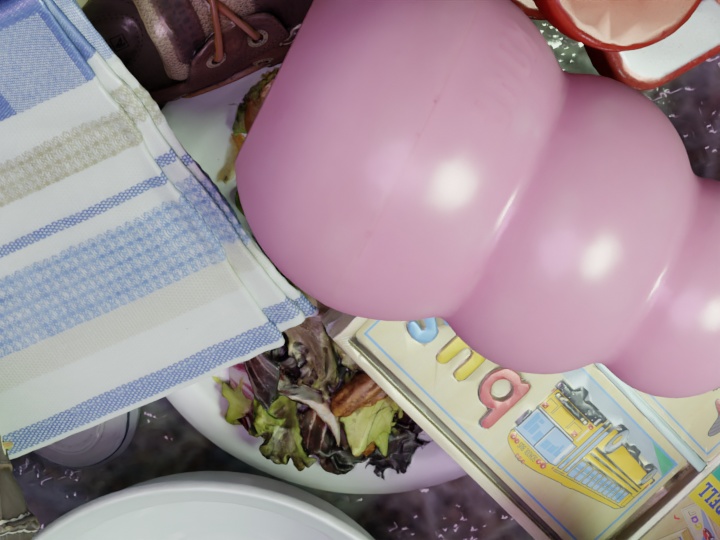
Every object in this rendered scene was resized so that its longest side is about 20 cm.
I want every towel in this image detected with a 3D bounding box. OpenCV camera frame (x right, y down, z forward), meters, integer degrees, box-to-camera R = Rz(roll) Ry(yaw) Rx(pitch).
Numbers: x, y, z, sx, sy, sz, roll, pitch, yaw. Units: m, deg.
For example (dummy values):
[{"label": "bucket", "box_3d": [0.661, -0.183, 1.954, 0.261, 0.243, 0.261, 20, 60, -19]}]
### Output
[{"label": "towel", "box_3d": [-0.122, -0.014, 0.954, 0.146, 0.024, 0.200, -24, 133, 13]}]

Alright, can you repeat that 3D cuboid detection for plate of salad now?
[{"label": "plate of salad", "box_3d": [0.000, 0.000, 1.031, 0.199, 0.048, 0.201, 1, 110, 3]}]

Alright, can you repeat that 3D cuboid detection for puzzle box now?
[{"label": "puzzle box", "box_3d": [0.097, 0.042, 1.021, 0.133, 0.025, 0.200, -43, 113, 7]}]

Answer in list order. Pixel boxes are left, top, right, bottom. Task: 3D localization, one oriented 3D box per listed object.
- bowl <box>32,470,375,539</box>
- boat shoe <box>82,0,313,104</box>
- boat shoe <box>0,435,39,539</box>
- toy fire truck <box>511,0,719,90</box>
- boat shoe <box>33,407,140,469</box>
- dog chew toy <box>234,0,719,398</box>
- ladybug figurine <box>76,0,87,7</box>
[{"label": "bowl", "box_3d": [-0.056, 0.160, 1.070, 0.200, 0.090, 0.202, 1, 111, 4]}, {"label": "boat shoe", "box_3d": [-0.057, -0.096, 0.961, 0.199, 0.072, 0.072, -17, 109, 28]}, {"label": "boat shoe", "box_3d": [-0.172, 0.086, 1.012, 0.071, 0.200, 0.060, -6, 92, -22]}, {"label": "toy fire truck", "box_3d": [0.105, -0.176, 0.938, 0.167, 0.112, 0.201, -30, 107, -6]}, {"label": "boat shoe", "box_3d": [-0.151, -0.001, 1.030, 0.073, 0.067, 0.201, -24, 107, 12]}, {"label": "dog chew toy", "box_3d": [0.059, -0.022, 0.913, 0.199, 0.125, 0.125, 27, 109, -3]}, {"label": "ladybug figurine", "box_3d": [-0.134, -0.183, 0.918, 0.072, 0.135, 0.201, -25, 83, 34]}]
